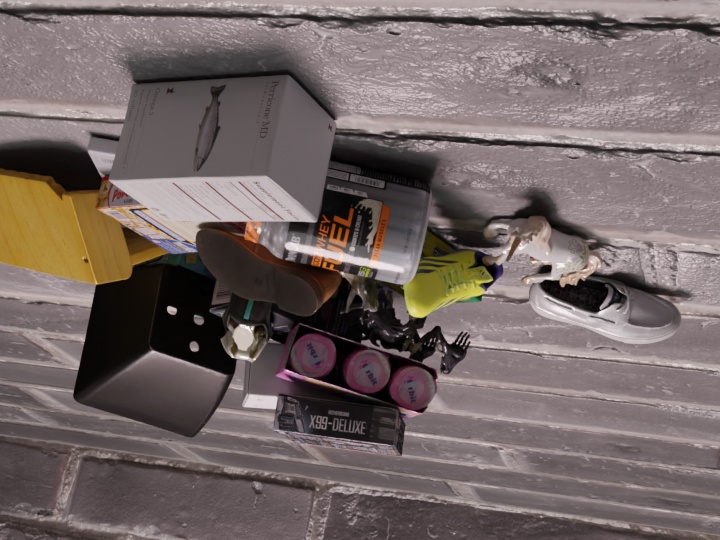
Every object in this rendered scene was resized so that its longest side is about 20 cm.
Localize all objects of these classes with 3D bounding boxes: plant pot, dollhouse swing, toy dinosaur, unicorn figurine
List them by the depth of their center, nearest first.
[{"bbox_3d":[0.207,-0.028,1.528,0.199,0.074,0.137,3,167,-32],"label":"unicorn figurine"},{"bbox_3d":[-0.025,-0.037,1.577,0.200,0.077,0.102,42,-150,28],"label":"toy dinosaur"},{"bbox_3d":[-0.374,-0.081,1.699,0.199,0.176,0.183,11,125,34],"label":"dollhouse swing"},{"bbox_3d":[-0.271,0.100,1.839,0.199,0.201,0.177,22,148,-26],"label":"plant pot"}]

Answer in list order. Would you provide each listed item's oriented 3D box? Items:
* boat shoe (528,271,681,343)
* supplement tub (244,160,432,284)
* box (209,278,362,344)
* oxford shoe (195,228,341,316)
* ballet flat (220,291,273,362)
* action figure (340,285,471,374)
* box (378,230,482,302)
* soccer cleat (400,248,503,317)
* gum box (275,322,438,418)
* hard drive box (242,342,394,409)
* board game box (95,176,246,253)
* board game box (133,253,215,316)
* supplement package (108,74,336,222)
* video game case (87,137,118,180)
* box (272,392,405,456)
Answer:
[{"bbox_3d":[0.319,0.040,1.663,0.199,0.072,0.069,18,163,7],"label":"boat shoe"},{"bbox_3d":[-0.026,-0.061,1.461,0.199,0.123,0.123,12,162,-2],"label":"supplement tub"},{"bbox_3d":[-0.093,0.029,1.763,0.106,0.123,0.200,-8,153,43],"label":"box"},{"bbox_3d":[-0.111,-0.006,1.529,0.199,0.071,0.072,24,129,27],"label":"oxford shoe"},{"bbox_3d":[-0.148,0.073,1.630,0.068,0.069,0.200,12,159,2],"label":"ballet flat"},{"bbox_3d":[0.055,0.063,1.676,0.118,0.103,0.200,4,159,39],"label":"action figure"},{"bbox_3d":[0.079,-0.002,1.696,0.117,0.049,0.200,-3,158,39],"label":"box"},{"bbox_3d":[0.113,0.010,1.556,0.083,0.065,0.200,-3,-171,27],"label":"soccer cleat"},{"bbox_3d":[-0.003,0.134,1.672,0.199,0.066,0.113,19,169,-7],"label":"gum box"},{"bbox_3d":[-0.062,0.155,1.801,0.199,0.077,0.156,5,168,-8],"label":"hard drive box"},{"bbox_3d":[-0.201,-0.072,1.580,0.199,0.047,0.151,-2,158,32],"label":"board game box"},{"bbox_3d":[-0.252,0.012,1.922,0.151,0.047,0.200,24,158,-32],"label":"board game box"},{"bbox_3d":[-0.143,-0.125,1.349,0.199,0.118,0.117,0,159,27],"label":"supplement package"},{"bbox_3d":[-0.225,-0.107,1.601,0.199,0.023,0.182,9,161,4],"label":"video game case"},{"bbox_3d":[-0.024,0.208,1.707,0.157,0.050,0.200,6,168,7],"label":"box"}]
